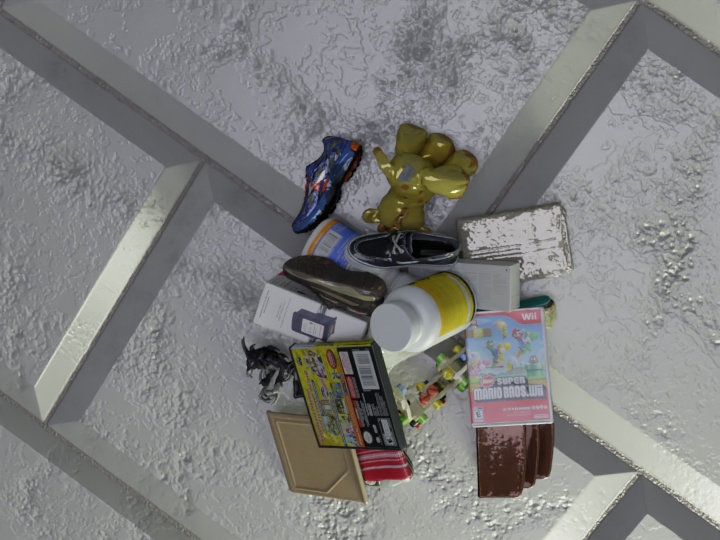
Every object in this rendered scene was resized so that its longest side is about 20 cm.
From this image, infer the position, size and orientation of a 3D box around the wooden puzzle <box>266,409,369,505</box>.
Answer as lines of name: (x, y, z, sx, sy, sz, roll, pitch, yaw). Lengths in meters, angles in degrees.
wooden puzzle: (-0.078, 0.349, 1.763, 0.199, 0.037, 0.186, 3, 117, 35)

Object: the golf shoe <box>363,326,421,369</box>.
golf shoe: (0.054, 0.137, 1.668, 0.075, 0.200, 0.092, 46, 109, 26)

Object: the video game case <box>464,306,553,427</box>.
video game case: (0.257, 0.169, 1.630, 0.142, 0.017, 0.201, -5, 84, 8)

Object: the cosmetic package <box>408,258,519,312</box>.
cosmetic package: (0.183, 0.021, 1.660, 0.199, 0.051, 0.083, 5, 104, 31)

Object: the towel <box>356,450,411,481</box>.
towel: (0.013, 0.285, 1.675, 0.144, 0.022, 0.201, -19, 94, 56)

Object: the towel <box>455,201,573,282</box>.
towel: (0.275, -0.044, 1.670, 0.199, 0.034, 0.133, -8, 97, 14)

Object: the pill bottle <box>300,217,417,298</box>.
pill bottle: (0.000, 0.000, 1.676, 0.199, 0.112, 0.112, 32, 105, 14)

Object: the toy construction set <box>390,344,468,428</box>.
toy construction set: (0.123, 0.215, 1.684, 0.199, 0.131, 0.092, -22, 70, -22)

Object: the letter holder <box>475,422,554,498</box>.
letter holder: (0.282, 0.301, 1.697, 0.141, 0.101, 0.201, -1, 100, 9)

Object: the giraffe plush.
giraffe plush: (0.092, -0.135, 1.636, 0.172, 0.200, 0.163, 36, 133, 18)

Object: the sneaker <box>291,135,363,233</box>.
sneaker: (-0.072, -0.157, 1.706, 0.078, 0.075, 0.201, 32, 96, 13)

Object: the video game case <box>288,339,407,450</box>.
video game case: (-0.023, 0.217, 1.618, 0.180, 0.025, 0.201, -5, 108, 34)

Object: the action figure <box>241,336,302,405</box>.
action figure: (-0.153, 0.207, 1.756, 0.199, 0.119, 0.102, 30, 83, -3)

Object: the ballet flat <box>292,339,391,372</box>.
ballet flat: (-0.038, 0.169, 1.754, 0.199, 0.072, 0.072, 12, 102, 8)

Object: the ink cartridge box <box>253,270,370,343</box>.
ink cartridge box: (-0.074, 0.079, 1.702, 0.199, 0.145, 0.085, 22, 104, 7)

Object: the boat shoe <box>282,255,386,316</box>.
boat shoe: (-0.050, 0.033, 1.605, 0.199, 0.074, 0.074, 19, 123, 27)

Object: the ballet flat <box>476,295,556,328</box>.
ballet flat: (0.254, 0.092, 1.685, 0.199, 0.071, 0.071, -8, 98, 12)

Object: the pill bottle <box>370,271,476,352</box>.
pill bottle: (0.104, 0.073, 1.568, 0.112, 0.200, 0.113, 9, 105, 33)

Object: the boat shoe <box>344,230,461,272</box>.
boat shoe: (0.073, -0.037, 1.599, 0.199, 0.068, 0.072, 5, 65, -5)

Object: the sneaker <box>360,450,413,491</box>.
sneaker: (0.004, 0.338, 1.772, 0.115, 0.075, 0.200, -33, 93, 17)
